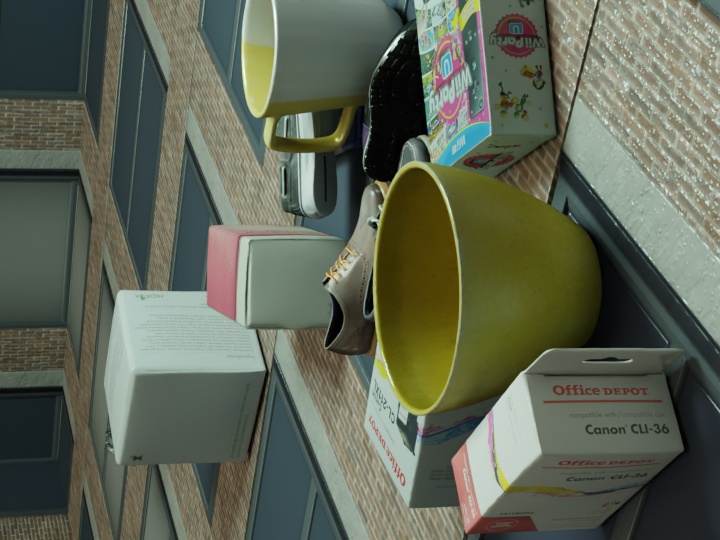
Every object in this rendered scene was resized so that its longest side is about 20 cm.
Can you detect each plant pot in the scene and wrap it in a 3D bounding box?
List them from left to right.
[{"bbox_3d":[0.108,0.012,1.254,0.200,0.142,0.201,179,90,-71],"label":"plant pot"}]

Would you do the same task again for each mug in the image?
[{"bbox_3d":[-0.042,-0.229,1.678,0.187,0.153,0.150,128,137,-63],"label":"mug"}]

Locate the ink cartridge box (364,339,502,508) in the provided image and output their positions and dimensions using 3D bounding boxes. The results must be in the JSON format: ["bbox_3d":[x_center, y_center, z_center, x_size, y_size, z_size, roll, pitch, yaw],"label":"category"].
[{"bbox_3d":[0.073,0.100,1.454,0.146,0.083,0.201,-123,37,-57],"label":"ink cartridge box"}]

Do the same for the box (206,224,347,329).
[{"bbox_3d":[-0.105,0.005,1.915,0.200,0.127,0.109,-163,74,-70],"label":"box"}]

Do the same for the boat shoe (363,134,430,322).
[{"bbox_3d":[0.040,-0.038,1.581,0.073,0.063,0.201,-136,48,-65],"label":"boat shoe"}]

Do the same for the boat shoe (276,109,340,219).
[{"bbox_3d":[-0.069,-0.159,1.784,0.071,0.072,0.201,2,90,30],"label":"boat shoe"}]

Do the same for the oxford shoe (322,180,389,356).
[{"bbox_3d":[0.000,0.000,1.686,0.071,0.073,0.201,-137,49,-66],"label":"oxford shoe"}]

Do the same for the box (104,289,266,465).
[{"bbox_3d":[-0.260,0.155,2.276,0.172,0.199,0.199,-108,26,-46],"label":"box"}]

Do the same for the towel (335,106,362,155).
[{"bbox_3d":[-0.037,-0.205,1.870,0.200,0.024,0.147,170,101,-69],"label":"towel"}]

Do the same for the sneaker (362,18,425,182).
[{"bbox_3d":[0.035,-0.189,1.582,0.200,0.075,0.088,109,159,-45],"label":"sneaker"}]

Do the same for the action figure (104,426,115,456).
[{"bbox_3d":[-0.380,0.245,2.809,0.200,0.102,0.119,-61,14,5],"label":"action figure"}]

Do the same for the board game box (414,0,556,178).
[{"bbox_3d":[0.106,-0.193,1.378,0.148,0.064,0.201,144,122,-68],"label":"board game box"}]

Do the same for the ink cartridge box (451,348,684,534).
[{"bbox_3d":[0.156,0.128,1.153,0.200,0.116,0.068,117,148,-56],"label":"ink cartridge box"}]
